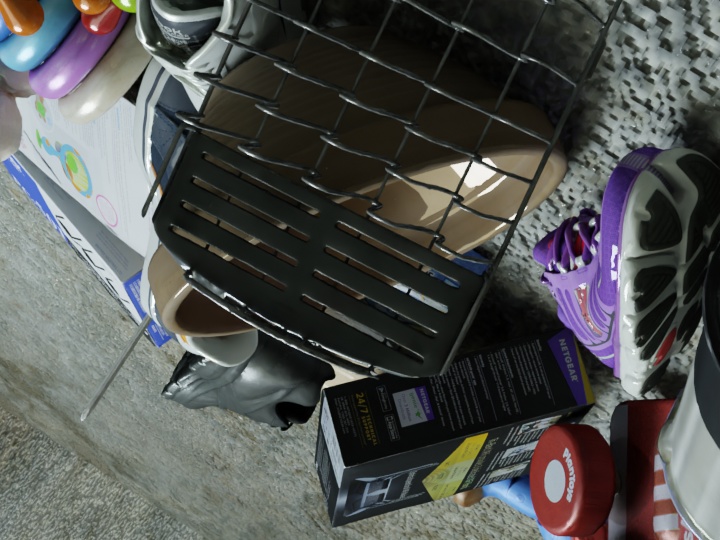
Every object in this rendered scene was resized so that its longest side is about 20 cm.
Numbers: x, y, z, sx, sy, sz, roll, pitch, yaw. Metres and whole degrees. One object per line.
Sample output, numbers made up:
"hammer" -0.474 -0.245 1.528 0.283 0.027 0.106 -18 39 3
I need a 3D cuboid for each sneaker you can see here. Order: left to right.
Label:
"sneaker" -0.070 -0.116 0.670 0.076 0.081 0.200 27 155 10
"sneaker" -0.078 -0.035 0.819 0.079 0.078 0.201 39 139 35
"sneaker" -0.075 0.073 0.977 0.091 0.076 0.200 35 166 -8
"sneaker" 0.117 0.000 0.684 0.083 0.081 0.200 33 163 17

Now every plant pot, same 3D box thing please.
"plant pot" -0.012 -0.050 0.675 0.201 0.200 0.093 120 131 -72

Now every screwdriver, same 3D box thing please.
"screwdriver" -0.119 0.006 0.899 0.029 0.200 0.028 40 175 -35

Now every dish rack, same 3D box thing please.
"dish rack" 0.005 -0.066 0.534 0.153 0.201 0.055 27 -172 15

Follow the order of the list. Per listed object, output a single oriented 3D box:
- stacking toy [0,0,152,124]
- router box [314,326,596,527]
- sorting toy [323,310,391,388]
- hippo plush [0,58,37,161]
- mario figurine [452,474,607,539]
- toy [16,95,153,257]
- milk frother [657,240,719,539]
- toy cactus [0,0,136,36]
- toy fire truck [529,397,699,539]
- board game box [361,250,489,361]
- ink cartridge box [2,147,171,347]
"stacking toy" -0.199 -0.165 0.753 0.200 0.086 0.085 37 161 -24
"router box" 0.053 0.106 0.940 0.200 0.156 0.053 101 154 -70
"sorting toy" -0.054 0.028 0.999 0.200 0.037 0.185 37 163 9
"hippo plush" -0.281 -0.114 0.865 0.199 0.160 0.161 -6 175 -18
"mario figurine" 0.160 0.201 1.053 0.199 0.124 0.106 30 149 23
"toy" -0.175 -0.099 0.937 0.200 0.047 0.116 33 140 31
"milk frother" 0.203 0.100 0.599 0.180 0.201 0.188 23 160 17
"toy cactus" -0.139 -0.189 0.645 0.164 0.103 0.200 -11 134 38
"toy fire truck" 0.179 0.164 0.818 0.111 0.201 0.168 7 170 -20
"board game box" 0.000 0.000 0.936 0.135 0.035 0.200 33 162 3
"ink cartridge box" -0.194 -0.042 1.037 0.200 0.044 0.094 46 165 28
